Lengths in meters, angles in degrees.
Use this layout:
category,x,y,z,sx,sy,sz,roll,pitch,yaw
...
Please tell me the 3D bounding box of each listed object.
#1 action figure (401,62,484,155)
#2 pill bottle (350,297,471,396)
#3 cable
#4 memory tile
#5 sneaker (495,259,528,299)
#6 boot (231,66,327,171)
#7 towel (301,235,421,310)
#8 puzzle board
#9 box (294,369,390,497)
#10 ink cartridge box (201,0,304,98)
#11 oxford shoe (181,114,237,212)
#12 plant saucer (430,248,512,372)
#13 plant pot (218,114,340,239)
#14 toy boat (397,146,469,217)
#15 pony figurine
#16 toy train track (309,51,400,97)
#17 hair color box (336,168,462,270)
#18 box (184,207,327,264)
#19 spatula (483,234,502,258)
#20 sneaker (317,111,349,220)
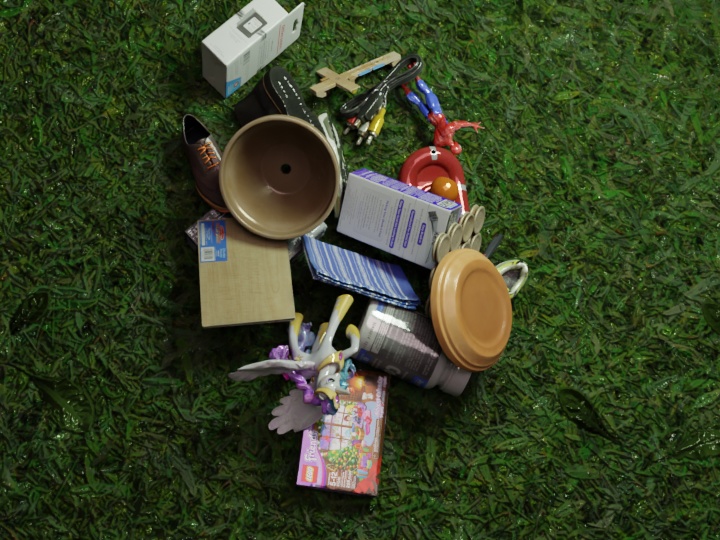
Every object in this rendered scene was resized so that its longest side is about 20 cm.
category,x,y,z,sx,sy,sz,roll,pitch,yaw
action figure,0.154,-0.297,1.629,0.098,0.065,0.202,-3,58,-40
pill bottle,0.090,0.129,1.455,0.197,0.114,0.115,23,69,-1
cable,0.038,-0.324,1.615,0.097,0.050,0.201,29,74,37
memory tile,0.161,-0.018,1.473,0.017,0.156,0.200,17,29,25
sneaker,0.220,0.049,1.526,0.075,0.076,0.200,41,72,3
boot,-0.142,-0.241,1.542,0.077,0.137,0.203,-22,89,-46
towel,0.000,0.000,1.457,0.197,0.145,0.024,18,113,-22
puzzle board,-0.190,-0.001,1.423,0.148,0.017,0.203,-5,60,-8
box,-0.028,0.263,1.430,0.134,0.039,0.203,9,71,-7
ink cartridge box,-0.197,-0.422,1.581,0.067,0.116,0.200,42,69,6
oxford shoe,-0.263,-0.184,1.486,0.070,0.073,0.201,-28,61,-11
plant saucer,0.189,0.063,1.409,0.198,0.037,0.204,13,72,-44
plant pot,-0.129,-0.160,1.437,0.197,0.093,0.204,1,107,4
toy boat,0.139,-0.128,1.539,0.128,0.131,0.203,-4,73,-12
pony figurine,-0.086,0.151,1.361,0.167,0.191,0.202,50,33,-35
toy train track,-0.007,-0.364,1.637,0.198,0.033,0.114,-29,44,-23
hair color box,0.065,-0.090,1.488,0.198,0.111,0.065,24,23,22
box,-0.180,-0.065,1.503,0.158,0.050,0.200,46,70,5
spatula,0.218,-0.005,1.537,0.021,0.056,0.201,47,46,-17
sneaker,-0.070,-0.180,1.563,0.087,0.077,0.203,-16,74,13
